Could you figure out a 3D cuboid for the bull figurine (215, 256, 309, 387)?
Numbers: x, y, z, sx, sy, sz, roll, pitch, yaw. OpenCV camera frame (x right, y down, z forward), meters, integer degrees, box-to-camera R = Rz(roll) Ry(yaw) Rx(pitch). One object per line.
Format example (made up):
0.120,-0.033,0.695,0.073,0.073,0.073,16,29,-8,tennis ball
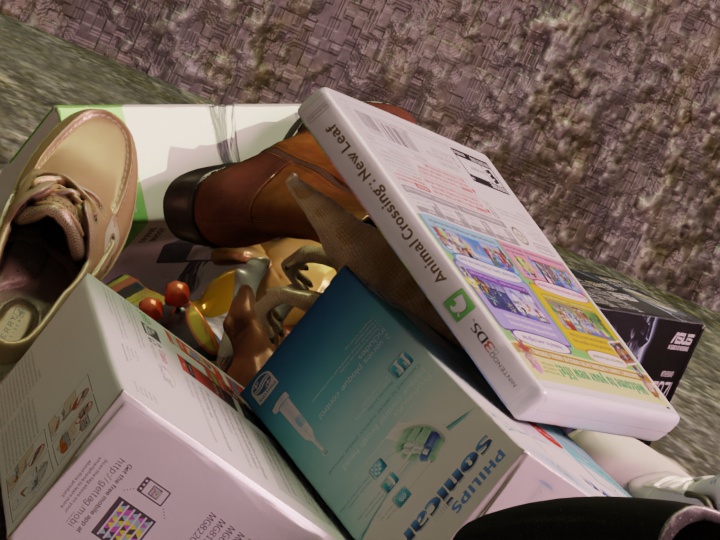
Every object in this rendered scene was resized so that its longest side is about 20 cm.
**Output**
0.011,0.062,1.219,0.200,0.122,0.065,5,-21,-19,bull figurine

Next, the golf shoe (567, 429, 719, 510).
0.170,0.123,1.124,0.078,0.097,0.200,-17,42,-29,golf shoe

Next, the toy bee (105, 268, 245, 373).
-0.103,0.040,1.277,0.200,0.109,0.131,13,45,35,toy bee

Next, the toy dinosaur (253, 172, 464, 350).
0.000,0.000,1.131,0.101,0.058,0.200,-21,-45,32,toy dinosaur

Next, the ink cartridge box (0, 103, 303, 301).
-0.122,-0.039,1.445,0.200,0.084,0.145,-3,-23,-32,ink cartridge box

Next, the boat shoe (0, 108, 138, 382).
-0.168,-0.020,1.275,0.071,0.200,0.065,22,-36,-7,boat shoe

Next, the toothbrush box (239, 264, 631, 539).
0.052,0.101,1.040,0.146,0.085,0.200,36,6,-32,toothbrush box

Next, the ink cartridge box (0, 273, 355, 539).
-0.074,0.105,1.044,0.176,0.084,0.200,37,4,-17,ink cartridge box

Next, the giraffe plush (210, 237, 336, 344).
-0.012,0.037,1.372,0.162,0.200,0.173,19,-32,19,giraffe plush

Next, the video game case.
0.066,0.002,1.094,0.182,0.022,0.200,55,16,20,video game case

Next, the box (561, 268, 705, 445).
0.130,0.085,1.526,0.086,0.164,0.200,28,8,28,box

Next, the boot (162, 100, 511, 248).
0.012,-0.056,1.308,0.188,0.069,0.200,-14,12,-38,boot

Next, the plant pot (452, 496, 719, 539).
0.109,0.185,0.802,0.199,0.200,0.177,20,-4,-26,plant pot
